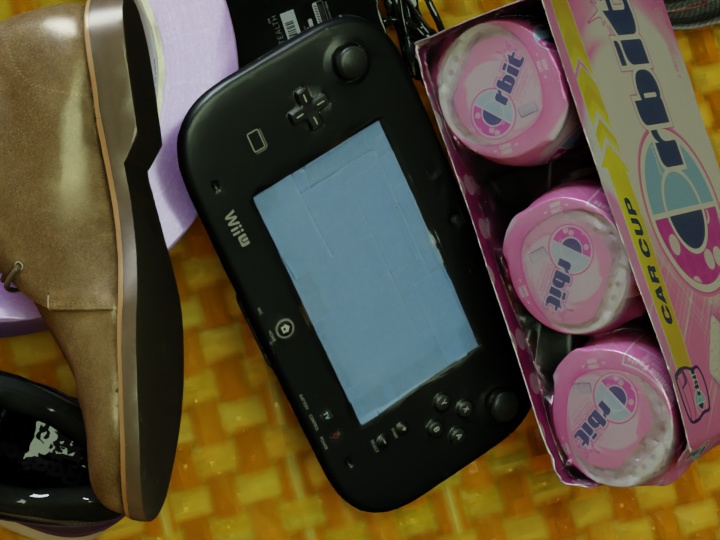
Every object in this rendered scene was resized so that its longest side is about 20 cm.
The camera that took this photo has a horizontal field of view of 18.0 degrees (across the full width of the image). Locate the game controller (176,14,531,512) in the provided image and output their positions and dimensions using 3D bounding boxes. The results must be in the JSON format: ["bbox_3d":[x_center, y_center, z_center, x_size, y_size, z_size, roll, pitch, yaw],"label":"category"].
[{"bbox_3d":[0.000,0.000,0.926,0.104,0.042,0.201,-36,114,-25],"label":"game controller"}]

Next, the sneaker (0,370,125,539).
[{"bbox_3d":[-0.178,0.053,0.885,0.199,0.088,0.076,14,79,-11],"label":"sneaker"}]

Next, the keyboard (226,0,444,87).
[{"bbox_3d":[-0.011,-0.098,0.983,0.104,0.040,0.201,-18,88,8],"label":"keyboard"}]

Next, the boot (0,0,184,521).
[{"bbox_3d":[-0.110,-0.002,0.863,0.075,0.074,0.201,-8,80,4],"label":"boot"}]

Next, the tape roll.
[{"bbox_3d":[-0.152,-0.075,0.922,0.199,0.066,0.201,2,82,-13],"label":"tape roll"}]

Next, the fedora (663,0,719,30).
[{"bbox_3d":[0.149,-0.206,0.999,0.177,0.090,0.200,39,75,-6],"label":"fedora"}]

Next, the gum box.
[{"bbox_3d":[0.105,-0.012,0.945,0.113,0.066,0.201,-13,84,-58],"label":"gum box"}]
